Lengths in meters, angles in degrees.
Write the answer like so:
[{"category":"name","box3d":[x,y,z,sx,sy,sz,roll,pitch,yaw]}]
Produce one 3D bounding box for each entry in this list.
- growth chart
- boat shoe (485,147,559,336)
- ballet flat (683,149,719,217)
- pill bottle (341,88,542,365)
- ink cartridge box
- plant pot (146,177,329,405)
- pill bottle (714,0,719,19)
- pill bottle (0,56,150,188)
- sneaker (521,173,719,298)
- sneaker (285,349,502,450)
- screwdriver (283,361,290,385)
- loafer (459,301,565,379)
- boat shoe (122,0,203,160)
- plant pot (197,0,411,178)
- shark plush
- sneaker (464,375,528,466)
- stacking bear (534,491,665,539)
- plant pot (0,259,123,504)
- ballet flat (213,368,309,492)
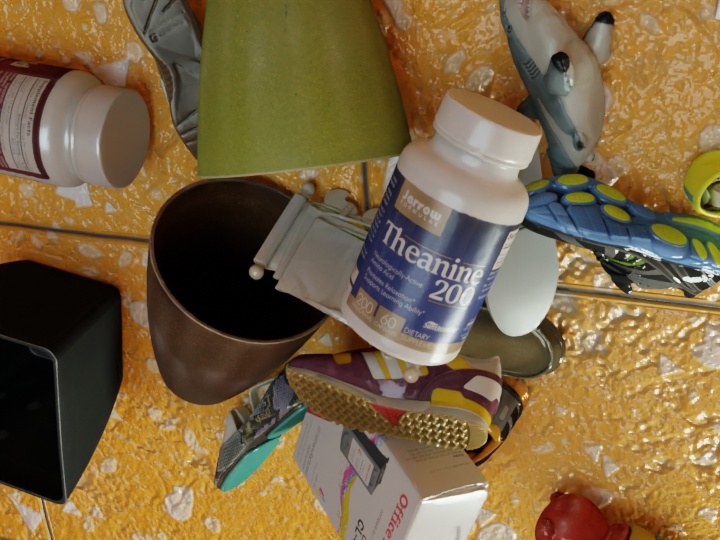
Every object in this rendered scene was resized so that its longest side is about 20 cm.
[{"category":"growth chart","box3d":[0.000,0.000,0.893,0.198,0.145,0.018,30,144,13]},{"category":"boat shoe","box3d":[0.131,-0.042,0.869,0.070,0.064,0.203,-11,111,-12]},{"category":"ballet flat","box3d":[0.356,-0.068,0.762,0.197,0.067,0.068,-3,115,23]},{"category":"pill bottle","box3d":[0.067,-0.035,0.779,0.110,0.111,0.202,26,112,7]},{"category":"ink cartridge box","box3d":[0.022,0.197,0.964,0.200,0.085,0.149,52,135,43]},{"category":"plant pot","box3d":[-0.136,0.044,0.969,0.186,0.188,0.201,33,138,2]},{"category":"pill bottle","box3d":[0.351,-0.208,0.660,0.197,0.117,0.118,10,120,16]},{"category":"pill bottle","box3d":[-0.317,-0.146,0.961,0.197,0.114,0.116,12,121,15]},{"category":"sneaker","box3d":[0.219,-0.020,0.822,0.197,0.071,0.083,17,136,-11]},{"category":"sneaker","box3d":[0.031,0.098,0.890,0.197,0.091,0.075,13,145,15]},{"category":"screwdriver","box3d":[0.024,0.103,0.930,0.197,0.028,0.030,4,100,5]},{"category":"loafer","box3d":[0.097,0.060,0.933,0.197,0.068,0.077,18,122,12]},{"category":"boat shoe","box3d":[-0.155,-0.187,0.914,0.072,0.063,0.202,-20,112,2]},{"category":"plant pot","box3d":[-0.056,-0.190,0.811,0.184,0.187,0.203,-2,100,22]},{"category":"shark plush","box3d":[0.168,-0.139,0.824,0.082,0.091,0.201,15,144,36]},{"category":"sneaker","box3d":[0.088,0.179,0.995,0.078,0.077,0.200,37,125,-3]},{"category":"stacking bear","box3d":[0.263,0.306,0.979,0.199,0.121,0.114,37,126,8]},{"category":"plant pot","box3d":[-0.365,0.101,1.074,0.197,0.178,0.203,15,120,14]},{"category":"ballet flat","box3d":[-0.112,0.170,1.085,0.072,0.072,0.200,41,123,-3]}]
